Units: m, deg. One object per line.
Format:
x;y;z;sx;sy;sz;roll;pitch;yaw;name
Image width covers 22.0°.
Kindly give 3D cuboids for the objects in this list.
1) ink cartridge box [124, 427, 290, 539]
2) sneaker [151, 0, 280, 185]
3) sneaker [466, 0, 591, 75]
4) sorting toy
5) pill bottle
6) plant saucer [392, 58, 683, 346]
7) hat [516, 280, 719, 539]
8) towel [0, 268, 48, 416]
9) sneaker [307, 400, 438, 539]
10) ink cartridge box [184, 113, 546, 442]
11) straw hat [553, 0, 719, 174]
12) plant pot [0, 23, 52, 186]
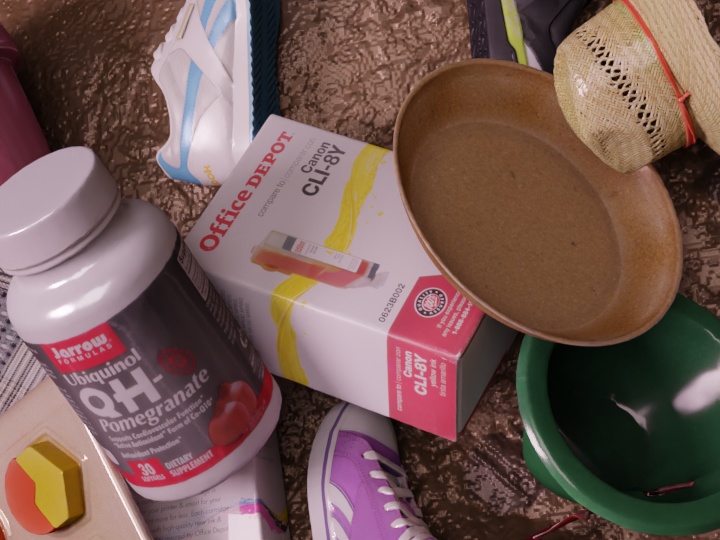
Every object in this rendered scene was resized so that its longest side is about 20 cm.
-0.109;0.157;1.201;0.115;0.067;0.202;-10;77;14;ink cartridge box
-0.100;-0.158;1.261;0.080;0.076;0.203;-4;76;17;sneaker
0.114;-0.191;1.222;0.082;0.072;0.203;-1;78;-9;sneaker
-0.204;0.187;1.171;0.185;0.036;0.202;-37;71;33;sorting toy
-0.138;0.030;1.086;0.110;0.201;0.111;-23;30;15;pill bottle
0.100;-0.035;1.104;0.201;0.199;0.035;61;141;18;plant saucer
0.136;0.121;1.164;0.198;0.176;0.167;-1;61;-21;hat
-0.267;0.050;1.180;0.200;0.191;0.035;-50;27;41;towel
0.028;0.161;1.126;0.114;0.072;0.202;-24;52;35;sneaker
0.000;0.000;1.163;0.198;0.084;0.146;18;52;19;ink cartridge box
0.162;-0.111;1.107;0.085;0.201;0.202;-32;72;1;straw hat
-0.285;-0.057;1.242;0.199;0.200;0.180;-38;86;5;plant pot
